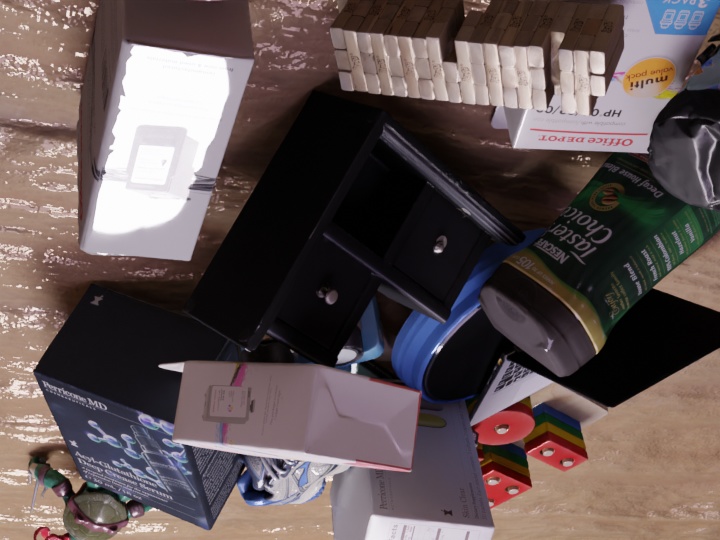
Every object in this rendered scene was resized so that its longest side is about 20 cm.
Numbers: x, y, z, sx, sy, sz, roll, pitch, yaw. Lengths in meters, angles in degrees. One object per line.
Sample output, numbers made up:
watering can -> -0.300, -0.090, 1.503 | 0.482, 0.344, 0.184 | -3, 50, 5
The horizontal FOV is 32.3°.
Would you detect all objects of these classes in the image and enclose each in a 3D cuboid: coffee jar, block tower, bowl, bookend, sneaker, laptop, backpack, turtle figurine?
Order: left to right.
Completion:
turtle figurine -> -0.276, 0.238, 1.336 | 0.149, 0.101, 0.200 | 17, 131, -28
sneaker -> -0.064, 0.170, 1.144 | 0.085, 0.077, 0.200 | -11, 149, -27
bookend -> 0.000, 0.000, 0.976 | 0.198, 0.092, 0.201 | 37, 82, -41
block tower -> 0.074, -0.151, 0.844 | 0.199, 0.058, 0.054 | 10, 138, 22
bowl -> 0.121, 0.047, 1.122 | 0.200, 0.039, 0.201 | -27, 150, -17
coffee jar -> 0.193, -0.012, 1.001 | 0.200, 0.104, 0.085 | -44, 135, -8
laptop -> 0.225, 0.099, 1.151 | 0.186, 0.116, 0.201 | -22, 152, -29
backpack -> 0.317, -0.124, 0.876 | 0.166, 0.200, 0.127 | 33, 155, 23

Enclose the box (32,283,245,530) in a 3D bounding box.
box -> -0.191, 0.129, 1.148 | 0.147, 0.107, 0.201 | 18, 145, 17

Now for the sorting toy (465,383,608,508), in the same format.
sorting toy -> 0.137, 0.179, 1.339 | 0.200, 0.070, 0.198 | -34, 135, 31

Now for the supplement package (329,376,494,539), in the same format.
supplement package -> 0.040, 0.221, 1.153 | 0.110, 0.200, 0.157 | 6, 120, -9

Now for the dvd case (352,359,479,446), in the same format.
dvd case -> 0.000, 0.156, 1.265 | 0.199, 0.022, 0.146 | 35, 125, -16

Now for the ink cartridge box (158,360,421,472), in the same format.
ink cartridge box -> -0.065, 0.113, 0.976 | 0.116, 0.068, 0.199 | 18, 166, -42

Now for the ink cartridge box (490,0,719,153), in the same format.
ink cartridge box -> 0.174, -0.151, 0.916 | 0.114, 0.068, 0.201 | 1, 142, -9

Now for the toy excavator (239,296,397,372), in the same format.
toy excavator -> -0.006, 0.058, 1.158 | 0.193, 0.101, 0.200 | -15, 156, 9

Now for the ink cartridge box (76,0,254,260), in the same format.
ink cartridge box -> -0.138, -0.124, 0.840 | 0.083, 0.146, 0.201 | 5, 141, -18
